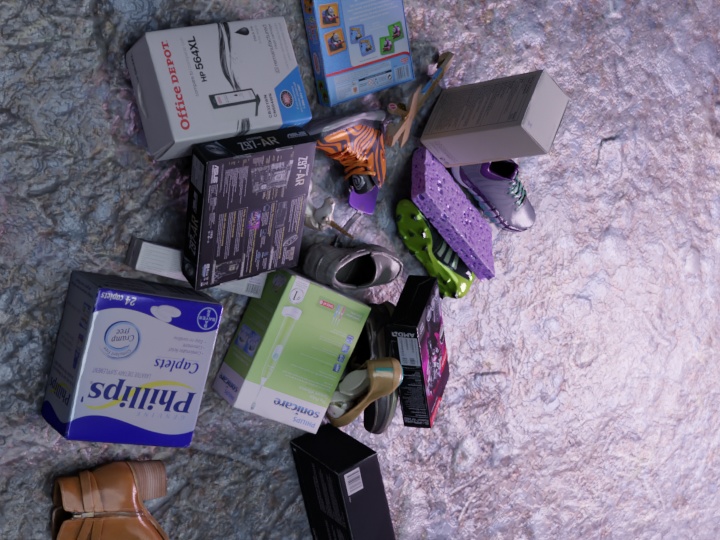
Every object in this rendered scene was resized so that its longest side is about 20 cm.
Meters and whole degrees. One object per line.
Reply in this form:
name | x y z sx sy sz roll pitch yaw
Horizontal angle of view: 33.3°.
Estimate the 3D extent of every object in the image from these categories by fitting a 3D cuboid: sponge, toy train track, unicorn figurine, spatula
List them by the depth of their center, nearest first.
unicorn figurine | -0.101 -0.127 1.665 0.198 0.074 0.139 6 100 -18
toy train track | 0.079 -0.254 1.740 0.200 0.032 0.115 -55 168 -35
spatula | -0.022 -0.053 1.758 0.056 0.020 0.201 21 95 -43
sponge | 0.142 -0.084 1.817 0.030 0.112 0.200 -25 126 25

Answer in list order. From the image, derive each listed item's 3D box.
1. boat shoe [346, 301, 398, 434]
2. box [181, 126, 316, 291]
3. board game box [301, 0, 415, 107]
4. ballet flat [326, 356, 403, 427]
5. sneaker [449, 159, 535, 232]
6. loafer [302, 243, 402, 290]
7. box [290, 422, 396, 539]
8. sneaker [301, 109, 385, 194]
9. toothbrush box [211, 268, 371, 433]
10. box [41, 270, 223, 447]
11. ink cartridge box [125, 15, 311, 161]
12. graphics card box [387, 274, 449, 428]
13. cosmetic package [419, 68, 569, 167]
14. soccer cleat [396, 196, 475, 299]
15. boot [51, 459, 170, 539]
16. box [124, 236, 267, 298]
boat shoe | 0.014 0.146 1.814 0.073 0.074 0.202 2 93 -24
box | -0.146 -0.080 1.563 0.159 0.044 0.201 -15 133 -31
board game box | -0.006 -0.348 1.685 0.150 0.036 0.202 -21 114 -28
ballet flat | -0.014 0.172 1.739 0.063 0.200 0.069 5 60 -32
sneaker | 0.226 -0.125 1.859 0.200 0.087 0.075 36 60 -35
loafer | 0.000 0.000 1.739 0.199 0.070 0.071 -1 114 -51
box | -0.022 0.348 1.792 0.078 0.141 0.202 -24 115 -29
sneaker | -0.011 -0.159 1.658 0.200 0.077 0.113 -20 103 -59
toothbrush box | -0.097 0.109 1.703 0.145 0.086 0.202 22 92 -33
box | -0.297 0.118 1.568 0.183 0.105 0.202 10 97 -35
ink cartridge box | -0.181 -0.235 1.540 0.199 0.084 0.147 -15 87 -31
graphics card box | 0.090 0.122 1.804 0.126 0.050 0.201 -63 150 -49
cosmetic package | 0.192 -0.218 1.741 0.073 0.199 0.104 41 63 -34
soccer cleat | 0.116 -0.044 1.838 0.081 0.067 0.201 -54 127 -32
boot | -0.336 0.358 1.619 0.154 0.076 0.202 -5 103 -35
box | -0.220 -0.003 1.628 0.199 0.039 0.042 14 93 -36
